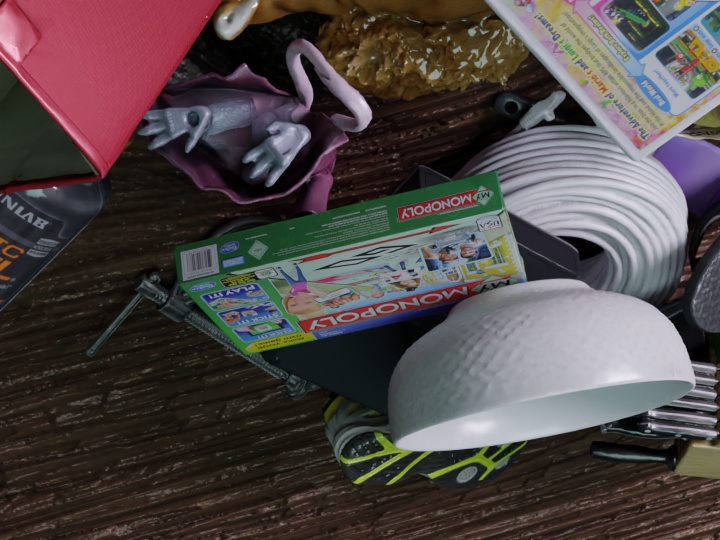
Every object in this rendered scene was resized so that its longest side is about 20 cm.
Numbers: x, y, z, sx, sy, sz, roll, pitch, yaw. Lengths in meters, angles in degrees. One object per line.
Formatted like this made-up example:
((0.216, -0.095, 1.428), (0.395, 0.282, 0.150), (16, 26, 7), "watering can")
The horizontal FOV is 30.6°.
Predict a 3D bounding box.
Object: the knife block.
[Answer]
((0.269, 0.119, 0.982), (0.200, 0.064, 0.175), (27, 149, -36), "knife block")

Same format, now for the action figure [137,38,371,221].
((-0.058, -0.089, 0.846), (0.149, 0.200, 0.134), (-40, 79, 13), "action figure")

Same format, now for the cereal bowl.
((0.112, 0.059, 0.864), (0.199, 0.084, 0.200), (-9, 164, -2), "cereal bowl")

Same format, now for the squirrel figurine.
((0.002, -0.177, 0.800), (0.186, 0.142, 0.200), (-18, 125, 11), "squirrel figurine")

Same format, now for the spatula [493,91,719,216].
((0.186, -0.093, 0.962), (0.199, 0.021, 0.057), (17, 123, -20), "spatula")

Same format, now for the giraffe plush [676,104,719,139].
((0.276, -0.166, 0.842), (0.200, 0.172, 0.163), (-8, 112, -43), "giraffe plush")

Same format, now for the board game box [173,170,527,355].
((0.000, 0.000, 0.830), (0.199, 0.029, 0.135), (-13, 155, 9), "board game box")

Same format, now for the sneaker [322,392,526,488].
((0.057, 0.128, 1.076), (0.200, 0.076, 0.075), (13, 122, -40), "sneaker")

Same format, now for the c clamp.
((-0.081, 0.039, 1.013), (0.200, 0.027, 0.171), (29, 111, -25), "c clamp")

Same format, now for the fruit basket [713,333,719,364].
((0.402, 0.036, 1.028), (0.215, 0.156, 0.216), (1, 142, 1), "fruit basket")

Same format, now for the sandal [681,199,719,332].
((0.282, -0.031, 0.959), (0.200, 0.048, 0.075), (-48, 130, -26), "sandal")

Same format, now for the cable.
((0.144, -0.015, 0.969), (0.200, 0.069, 0.200), (-37, 125, 27), "cable")

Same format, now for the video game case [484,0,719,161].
((0.168, -0.174, 0.718), (0.182, 0.024, 0.200), (-36, 125, 21), "video game case")

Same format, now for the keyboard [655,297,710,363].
((0.215, 0.075, 1.036), (0.127, 0.021, 0.200), (-29, 155, 5), "keyboard")

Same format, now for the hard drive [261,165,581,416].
((0.039, 0.026, 0.936), (0.139, 0.033, 0.200), (26, 129, -24), "hard drive")

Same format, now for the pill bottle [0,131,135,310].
((-0.239, -0.047, 0.869), (0.200, 0.106, 0.106), (-42, 122, 19), "pill bottle")

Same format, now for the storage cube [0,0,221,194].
((-0.201, -0.164, 0.706), (0.171, 0.180, 0.200), (-5, 136, 40), "storage cube")
